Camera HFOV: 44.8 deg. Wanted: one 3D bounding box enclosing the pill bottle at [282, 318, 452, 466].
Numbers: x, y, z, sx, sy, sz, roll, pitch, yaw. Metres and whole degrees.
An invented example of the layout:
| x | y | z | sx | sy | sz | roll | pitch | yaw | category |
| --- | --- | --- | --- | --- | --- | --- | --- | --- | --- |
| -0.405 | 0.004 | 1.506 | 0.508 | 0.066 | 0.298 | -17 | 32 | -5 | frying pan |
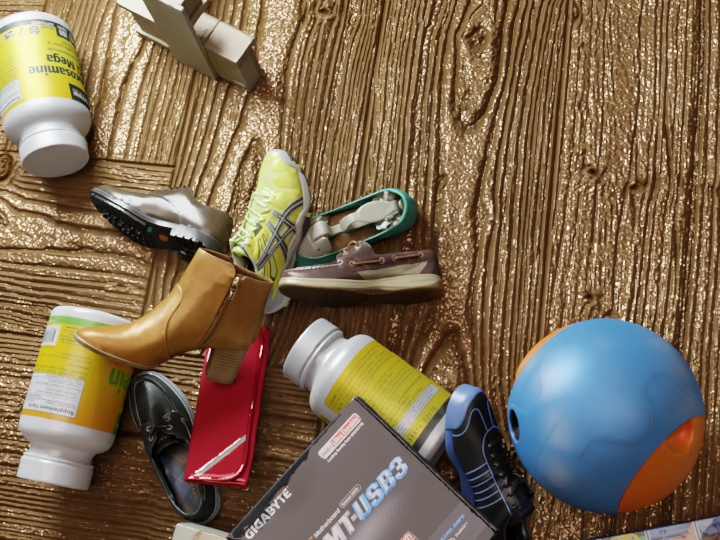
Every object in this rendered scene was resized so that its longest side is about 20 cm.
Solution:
| x | y | z | sx | sy | sz | roll | pitch | yaw | category |
| --- | --- | --- | --- | --- | --- | --- | --- | --- | --- |
| 0.013 | 0.144 | 0.997 | 0.200 | 0.111 | 0.111 | 34 | 80 | 15 | pill bottle |

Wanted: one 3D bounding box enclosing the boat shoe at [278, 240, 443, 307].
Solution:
| x | y | z | sx | sy | sz | roll | pitch | yaw | category |
| --- | --- | --- | --- | --- | --- | --- | --- | --- | --- |
| 0.000 | 0.000 | 1.057 | 0.199 | 0.072 | 0.072 | -2 | 69 | -5 | boat shoe |

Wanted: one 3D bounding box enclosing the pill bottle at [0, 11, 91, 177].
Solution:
| x | y | z | sx | sy | sz | roll | pitch | yaw | category |
| --- | --- | --- | --- | --- | --- | --- | --- | --- | --- |
| -0.423 | -0.232 | 1.164 | 0.112 | 0.112 | 0.201 | -18 | 72 | 1 | pill bottle |

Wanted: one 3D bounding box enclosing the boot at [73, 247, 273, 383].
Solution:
| x | y | z | sx | sy | sz | roll | pitch | yaw | category |
| --- | --- | --- | --- | --- | --- | --- | --- | --- | --- |
| -0.209 | 0.041 | 0.993 | 0.200 | 0.071 | 0.145 | 15 | 99 | -21 | boot |

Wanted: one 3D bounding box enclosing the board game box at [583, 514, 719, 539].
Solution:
| x | y | z | sx | sy | sz | roll | pitch | yaw | category |
| --- | --- | --- | --- | --- | --- | --- | --- | --- | --- |
| 0.330 | 0.344 | 0.937 | 0.199 | 0.034 | 0.136 | -11 | 73 | 4 | board game box |

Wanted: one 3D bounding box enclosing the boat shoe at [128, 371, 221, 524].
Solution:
| x | y | z | sx | sy | sz | roll | pitch | yaw | category |
| --- | --- | --- | --- | --- | --- | --- | --- | --- | --- |
| -0.223 | 0.204 | 1.036 | 0.068 | 0.057 | 0.200 | -30 | 72 | -2 | boat shoe |

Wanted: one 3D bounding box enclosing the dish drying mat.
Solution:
| x | y | z | sx | sy | sz | roll | pitch | yaw | category |
| --- | --- | --- | --- | --- | --- | --- | --- | --- | --- |
| -0.156 | 0.154 | 1.037 | 0.076 | 0.018 | 0.201 | 3 | 60 | 2 | dish drying mat |

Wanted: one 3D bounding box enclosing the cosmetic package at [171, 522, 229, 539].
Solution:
| x | y | z | sx | sy | sz | roll | pitch | yaw | category |
| --- | --- | --- | --- | --- | --- | --- | --- | --- | --- |
| -0.112 | 0.349 | 0.942 | 0.199 | 0.073 | 0.104 | 12 | 75 | 10 | cosmetic package |

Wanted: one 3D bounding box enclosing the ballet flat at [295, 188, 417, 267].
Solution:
| x | y | z | sx | sy | sz | roll | pitch | yaw | category |
| --- | --- | --- | --- | --- | --- | --- | --- | --- | --- |
| -0.025 | -0.054 | 1.083 | 0.199 | 0.070 | 0.068 | -22 | 72 | 0 | ballet flat |

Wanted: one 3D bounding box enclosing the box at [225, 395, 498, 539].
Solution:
| x | y | z | sx | sy | sz | roll | pitch | yaw | category |
| --- | --- | --- | --- | --- | --- | --- | --- | --- | --- |
| 0.002 | 0.267 | 0.889 | 0.198 | 0.050 | 0.200 | 43 | 83 | 13 | box |

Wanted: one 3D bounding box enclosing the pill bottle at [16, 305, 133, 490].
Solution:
| x | y | z | sx | sy | sz | roll | pitch | yaw | category |
| --- | --- | --- | --- | --- | --- | --- | --- | --- | --- |
| -0.337 | 0.152 | 1.037 | 0.110 | 0.111 | 0.201 | 9 | 74 | 9 | pill bottle |

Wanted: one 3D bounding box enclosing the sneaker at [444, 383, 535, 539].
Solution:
| x | y | z | sx | sy | sz | roll | pitch | yaw | category |
| --- | --- | --- | --- | --- | --- | --- | --- | --- | --- |
| 0.145 | 0.217 | 0.934 | 0.078 | 0.070 | 0.201 | 5 | 114 | 40 | sneaker |

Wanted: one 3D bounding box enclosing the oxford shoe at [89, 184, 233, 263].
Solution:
| x | y | z | sx | sy | sz | roll | pitch | yaw | category |
| --- | --- | --- | --- | --- | --- | --- | --- | --- | --- |
| -0.253 | -0.073 | 1.126 | 0.199 | 0.073 | 0.085 | 21 | 60 | 11 | oxford shoe |

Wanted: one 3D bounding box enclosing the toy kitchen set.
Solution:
| x | y | z | sx | sy | sz | roll | pitch | yaw | category |
| --- | --- | --- | --- | --- | --- | --- | --- | --- | --- |
| -0.200 | -0.382 | 1.156 | 0.199 | 0.163 | 0.181 | 29 | 79 | 14 | toy kitchen set |

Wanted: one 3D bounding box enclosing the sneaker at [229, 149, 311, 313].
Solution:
| x | y | z | sx | sy | sz | roll | pitch | yaw | category |
| --- | --- | --- | --- | --- | --- | --- | --- | --- | --- |
| -0.113 | -0.046 | 1.052 | 0.075 | 0.076 | 0.201 | 9 | 94 | 41 | sneaker |

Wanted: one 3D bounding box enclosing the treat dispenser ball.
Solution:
| x | y | z | sx | sy | sz | roll | pitch | yaw | category |
| --- | --- | --- | --- | --- | --- | --- | --- | --- | --- |
| 0.255 | 0.151 | 0.917 | 0.200 | 0.201 | 0.202 | -2 | 73 | 6 | treat dispenser ball |
